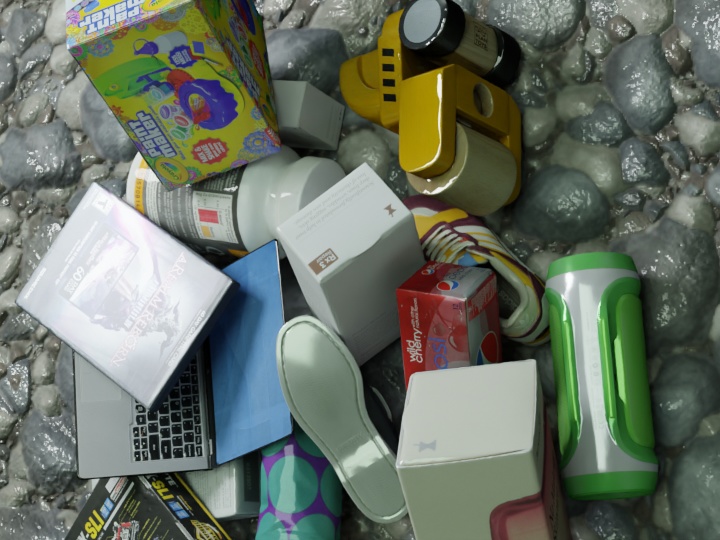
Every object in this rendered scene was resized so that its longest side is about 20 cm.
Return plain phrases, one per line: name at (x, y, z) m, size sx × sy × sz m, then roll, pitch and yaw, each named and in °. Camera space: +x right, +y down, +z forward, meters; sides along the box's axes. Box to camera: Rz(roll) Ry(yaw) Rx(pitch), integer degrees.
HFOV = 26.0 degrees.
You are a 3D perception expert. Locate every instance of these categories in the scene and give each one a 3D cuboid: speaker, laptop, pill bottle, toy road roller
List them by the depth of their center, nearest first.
speaker at (0.203, 0.090, 1.321) m, size 0.088 × 0.088 × 0.201 m, roll -10°, pitch 75°, yaw 26°
toy road roller at (0.060, -0.145, 1.434) m, size 0.145 × 0.123 × 0.201 m, roll -15°, pitch 67°, yaw 38°
laptop at (-0.170, 0.083, 1.446) m, size 0.199 × 0.116 × 0.188 m, roll -3°, pitch 70°, yaw -7°
pill bottle at (-0.118, -0.070, 1.511) m, size 0.199 × 0.116 × 0.117 m, roll 9°, pitch 84°, yaw 30°

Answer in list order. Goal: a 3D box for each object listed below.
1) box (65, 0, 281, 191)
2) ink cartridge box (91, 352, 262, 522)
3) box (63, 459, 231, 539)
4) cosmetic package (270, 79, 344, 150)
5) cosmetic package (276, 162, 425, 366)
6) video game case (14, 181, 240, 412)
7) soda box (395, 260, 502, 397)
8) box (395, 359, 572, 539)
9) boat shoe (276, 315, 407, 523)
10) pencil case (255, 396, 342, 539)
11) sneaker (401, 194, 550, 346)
box at (-0.172, -0.218, 1.427) m, size 0.121 × 0.200 × 0.193 m, roll -19°, pitch 50°, yaw 10°
ink cartridge box at (-0.183, 0.171, 1.546) m, size 0.199 × 0.057 × 0.164 m, roll -15°, pitch 72°, yaw 40°
box at (-0.216, 0.292, 1.501) m, size 0.160 × 0.049 × 0.201 m, roll 45°, pitch 117°, yaw 29°
cosmetic package at (-0.122, -0.160, 1.553) m, size 0.199 × 0.082 × 0.051 m, roll 7°, pitch 83°, yaw 29°
cosmetic package at (0.000, 0.000, 1.372) m, size 0.101 × 0.200 × 0.074 m, roll -36°, pitch 64°, yaw -10°
video game case at (-0.223, 0.022, 1.474) m, size 0.200 × 0.019 × 0.143 m, roll 34°, pitch 90°, yaw 30°
soda box at (0.081, 0.096, 1.344) m, size 0.070 × 0.063 × 0.201 m, roll 8°, pitch 117°, yaw 29°
box at (0.106, 0.192, 1.263) m, size 0.108 × 0.128 × 0.201 m, roll -8°, pitch 120°, yaw 12°
boat shoe at (-0.014, 0.130, 1.392) m, size 0.075 × 0.060 × 0.201 m, roll -23°, pitch 94°, yaw 9°
pencil case at (-0.058, 0.165, 1.448) m, size 0.092 × 0.085 × 0.201 m, roll 149°, pitch 124°, yaw -68°
sneaker at (0.093, -0.010, 1.399) m, size 0.200 × 0.090 × 0.075 m, roll 38°, pitch 98°, yaw 28°
